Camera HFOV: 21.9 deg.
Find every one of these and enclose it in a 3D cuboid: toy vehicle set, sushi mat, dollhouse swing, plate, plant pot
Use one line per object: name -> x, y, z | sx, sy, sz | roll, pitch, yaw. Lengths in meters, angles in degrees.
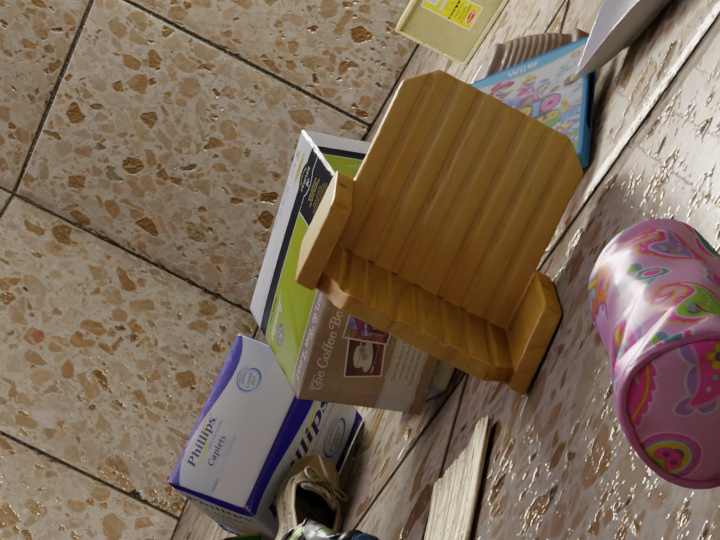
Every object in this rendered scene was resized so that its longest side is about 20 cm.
toy vehicle set -> 0.144, -0.401, 2.803 | 0.200, 0.124, 0.027 | -56, 10, 52
sushi mat -> 0.066, 0.201, 1.438 | 0.096, 0.012, 0.200 | -61, 7, 34
dollhouse swing -> 0.079, -0.041, 1.469 | 0.176, 0.199, 0.182 | -61, 6, 13
plate -> 0.271, -0.288, 1.666 | 0.201, 0.032, 0.200 | -67, 6, -28
plant pot -> 0.153, -0.163, 1.874 | 0.202, 0.092, 0.201 | -63, 7, 14

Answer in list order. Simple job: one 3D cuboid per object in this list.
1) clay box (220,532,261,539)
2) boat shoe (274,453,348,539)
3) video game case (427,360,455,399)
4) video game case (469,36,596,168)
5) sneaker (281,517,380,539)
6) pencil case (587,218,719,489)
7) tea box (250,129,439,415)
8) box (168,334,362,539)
clay box -> -0.142, 0.365, 2.123 | 0.200, 0.047, 0.116 | 136, 125, -71
boat shoe -> -0.049, 0.259, 1.949 | 0.063, 0.073, 0.200 | -50, 17, 33
video game case -> 0.088, 0.047, 1.864 | 0.183, 0.022, 0.200 | -65, 6, -14
video game case -> 0.147, -0.134, 1.714 | 0.143, 0.018, 0.200 | -21, 31, 24
sneaker -> -0.034, 0.267, 1.691 | 0.071, 0.082, 0.200 | -65, 6, -15
pencil case -> 0.166, 0.039, 0.963 | 0.088, 0.087, 0.200 | -62, 7, 16
tea box -> 0.000, 0.000, 1.773 | 0.197, 0.133, 0.201 | -121, 45, -60
box -> -0.101, 0.199, 2.081 | 0.185, 0.104, 0.200 | -65, -24, -15
